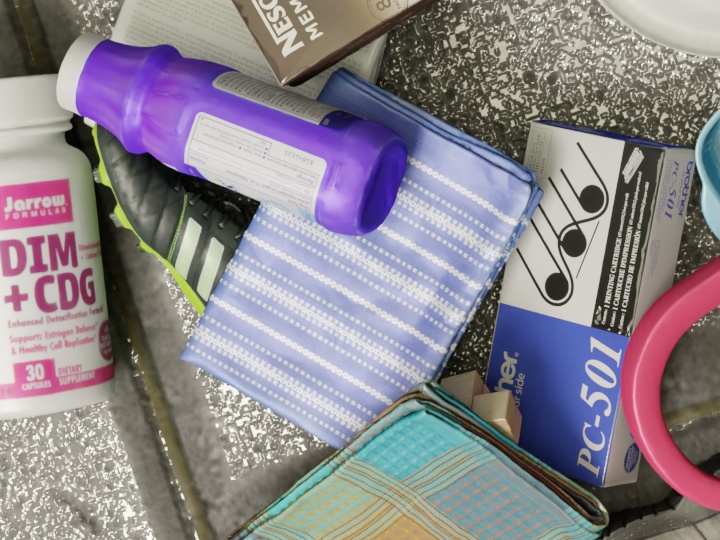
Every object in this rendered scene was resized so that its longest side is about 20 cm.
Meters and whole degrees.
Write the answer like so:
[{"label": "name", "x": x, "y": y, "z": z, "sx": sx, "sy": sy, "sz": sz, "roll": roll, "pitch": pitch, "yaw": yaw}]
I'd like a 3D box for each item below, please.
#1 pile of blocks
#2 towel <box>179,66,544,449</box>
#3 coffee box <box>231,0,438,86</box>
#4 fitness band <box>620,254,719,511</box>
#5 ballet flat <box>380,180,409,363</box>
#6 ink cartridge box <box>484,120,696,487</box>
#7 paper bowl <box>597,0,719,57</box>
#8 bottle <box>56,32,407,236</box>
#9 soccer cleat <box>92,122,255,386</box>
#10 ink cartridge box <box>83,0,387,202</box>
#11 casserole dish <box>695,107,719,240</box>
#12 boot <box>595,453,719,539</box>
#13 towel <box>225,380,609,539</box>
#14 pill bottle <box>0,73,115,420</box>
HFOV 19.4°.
[{"label": "pile of blocks", "x": 0.051, "y": 0.128, "z": 1.265, "sx": 0.082, "sy": 0.062, "sz": 0.200, "roll": 26, "pitch": 132, "yaw": -12}, {"label": "towel", "x": 0.000, "y": 0.000, "z": 1.225, "sx": 0.144, "sy": 0.024, "sz": 0.201, "roll": 30, "pitch": 98, "yaw": 8}, {"label": "coffee box", "x": -0.043, "y": -0.217, "z": 1.183, "sx": 0.113, "sy": 0.080, "sz": 0.201, "roll": -29, "pitch": 93, "yaw": 8}, {"label": "fitness band", "x": 0.244, "y": 0.051, "z": 1.204, "sx": 0.199, "sy": 0.037, "sz": 0.144, "roll": -32, "pitch": 99, "yaw": -4}, {"label": "ballet flat", "x": 0.030, "y": 0.015, "z": 1.273, "sx": 0.064, "sy": 0.076, "sz": 0.201, "roll": -1, "pitch": 103, "yaw": -23}, {"label": "ink cartridge box", "x": 0.132, "y": 0.018, "z": 1.247, "sx": 0.094, "sy": 0.044, "sz": 0.201, "roll": 15, "pitch": 100, "yaw": 34}, {"label": "paper bowl", "x": 0.206, "y": -0.218, "z": 1.169, "sx": 0.199, "sy": 0.104, "sz": 0.202, "roll": -1, "pitch": 108, "yaw": -4}, {"label": "bottle", "x": -0.075, "y": -0.080, "z": 1.190, "sx": 0.199, "sy": 0.083, "sz": 0.066, "roll": 21, "pitch": 97, "yaw": 14}, {"label": "soccer cleat", "x": -0.088, "y": -0.020, "z": 1.273, "sx": 0.081, "sy": 0.068, "sz": 0.200, "roll": -28, "pitch": 112, "yaw": 14}, {"label": "ink cartridge box", "x": -0.061, "y": -0.151, "z": 1.277, "sx": 0.161, "sy": 0.050, "sz": 0.201, "roll": 24, "pitch": 100, "yaw": 7}, {"label": "casserole dish", "x": 0.285, "y": -0.084, "z": 1.218, "sx": 0.200, "sy": 0.039, "sz": 0.121, "roll": -35, "pitch": 104, "yaw": 13}, {"label": "boot", "x": 0.192, "y": 0.200, "z": 1.258, "sx": 0.199, "sy": 0.070, "sz": 0.132, "roll": -29, "pitch": 91, "yaw": 11}, {"label": "towel", "x": 0.030, "y": 0.154, "z": 1.235, "sx": 0.146, "sy": 0.022, "sz": 0.200, "roll": 35, "pitch": 130, "yaw": -18}, {"label": "pill bottle", "x": -0.215, "y": -0.016, "z": 1.287, "sx": 0.113, "sy": 0.113, "sz": 0.201, "roll": -5, "pitch": 95, "yaw": 11}]
